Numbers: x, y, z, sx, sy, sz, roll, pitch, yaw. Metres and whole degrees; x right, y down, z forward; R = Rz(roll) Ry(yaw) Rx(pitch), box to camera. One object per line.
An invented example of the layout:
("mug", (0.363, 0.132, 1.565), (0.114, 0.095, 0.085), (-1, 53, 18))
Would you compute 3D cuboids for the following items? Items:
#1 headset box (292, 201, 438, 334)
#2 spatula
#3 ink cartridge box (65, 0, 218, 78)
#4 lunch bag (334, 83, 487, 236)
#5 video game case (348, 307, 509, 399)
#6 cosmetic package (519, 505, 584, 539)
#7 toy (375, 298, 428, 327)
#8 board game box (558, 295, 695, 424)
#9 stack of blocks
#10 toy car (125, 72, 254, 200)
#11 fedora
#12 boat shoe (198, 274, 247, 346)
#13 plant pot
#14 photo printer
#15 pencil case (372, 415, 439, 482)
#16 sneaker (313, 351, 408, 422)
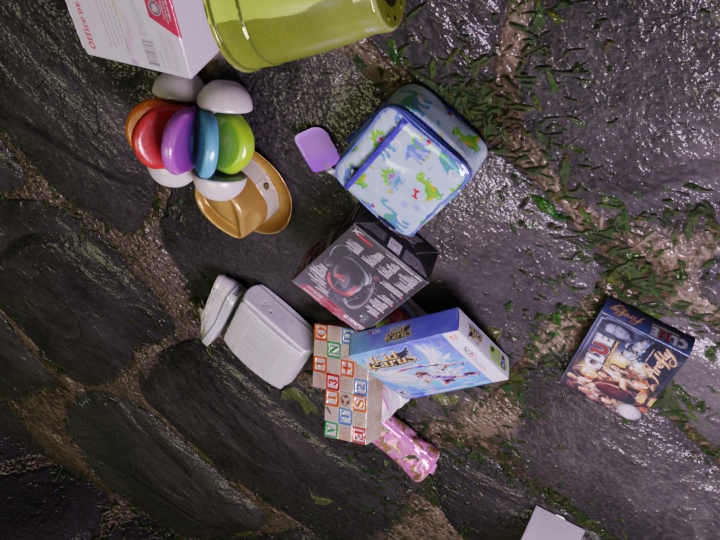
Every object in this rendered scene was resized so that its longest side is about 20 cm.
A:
("headset box", (0.000, 0.000, 1.500), (0.148, 0.075, 0.200), (37, 133, -12))
("spatula", (-0.025, -0.131, 1.454), (0.056, 0.021, 0.200), (-20, 123, 31))
("ink cartridge box", (-0.311, -0.369, 1.360), (0.199, 0.086, 0.148), (19, 142, 24))
("lunch bag", (0.062, -0.149, 1.317), (0.161, 0.083, 0.200), (42, 143, -6))
("video game case", (0.111, 0.139, 1.546), (0.199, 0.046, 0.181), (-16, 142, 29))
("cosmetic package", (0.333, 0.558, 1.807), (0.106, 0.200, 0.091), (26, 142, 16))
("toy", (0.063, 0.092, 1.618), (0.200, 0.047, 0.115), (39, 143, -6))
("board game box", (0.386, 0.136, 1.417), (0.135, 0.035, 0.201), (27, 144, 11))
("stack of blocks", (-0.022, 0.194, 1.701), (0.114, 0.058, 0.202), (6, 99, 30))
("toy car", (-0.258, -0.196, 1.424), (0.199, 0.150, 0.176), (18, 111, 23))
("fedora", (-0.207, -0.120, 1.562), (0.199, 0.082, 0.201), (22, 143, 18))
("boat shoe", (-0.280, 0.075, 1.860), (0.066, 0.072, 0.200), (38, 144, 2))
("plant pot", (-0.053, -0.337, 1.120), (0.191, 0.201, 0.201), (2, 134, 21))
("photo printer", (-0.175, 0.133, 1.832), (0.166, 0.069, 0.200), (40, 145, 5))
("pencil case", (0.063, 0.318, 1.851), (0.200, 0.087, 0.083), (42, 113, -11))
("sneaker", (-0.007, 0.204, 1.768), (0.199, 0.088, 0.082), (34, 145, 4))
